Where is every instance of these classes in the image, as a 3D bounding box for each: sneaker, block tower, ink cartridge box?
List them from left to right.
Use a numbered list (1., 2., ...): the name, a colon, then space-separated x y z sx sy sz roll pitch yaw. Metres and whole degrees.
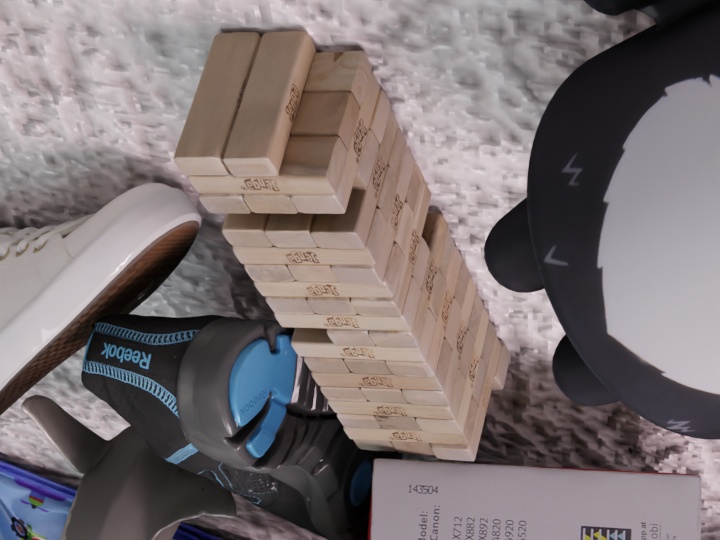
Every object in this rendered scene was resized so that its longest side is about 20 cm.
1. sneaker: -0.149 0.006 0.754 0.200 0.073 0.085 -35 85 34
2. sneaker: -0.039 0.059 0.775 0.081 0.074 0.200 11 162 25
3. block tower: 0.000 0.000 0.685 0.054 0.058 0.200 2 147 24
4. ink cartridge box: 0.055 0.146 0.811 0.174 0.085 0.200 2 160 8

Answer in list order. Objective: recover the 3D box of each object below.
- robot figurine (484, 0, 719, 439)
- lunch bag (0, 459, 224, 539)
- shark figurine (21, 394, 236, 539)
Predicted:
1. robot figurine: 0.125 -0.023 0.520 0.150 0.126 0.199 26 149 -30
2. lunch bag: -0.130 0.188 1.033 0.198 0.095 0.151 12 148 -11
3. shark figurine: -0.088 0.130 0.790 0.089 0.216 0.128 -13 139 24
